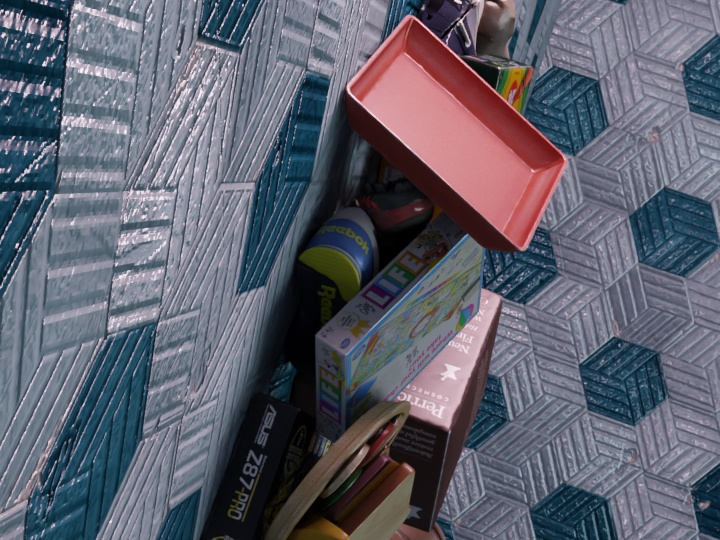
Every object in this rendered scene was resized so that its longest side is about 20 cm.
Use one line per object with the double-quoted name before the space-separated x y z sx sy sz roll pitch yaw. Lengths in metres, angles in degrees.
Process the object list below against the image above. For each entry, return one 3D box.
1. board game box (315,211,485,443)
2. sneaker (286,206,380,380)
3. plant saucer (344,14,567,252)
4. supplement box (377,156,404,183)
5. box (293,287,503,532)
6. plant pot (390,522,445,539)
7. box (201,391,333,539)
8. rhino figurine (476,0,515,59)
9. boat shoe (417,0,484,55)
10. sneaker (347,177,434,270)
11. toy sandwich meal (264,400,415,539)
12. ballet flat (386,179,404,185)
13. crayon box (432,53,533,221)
"board game box" 0.036 0.045 1.443 0.200 0.034 0.135 -43 152 -31
"sneaker" -0.018 0.027 1.469 0.201 0.073 0.083 101 8 -50
"plant saucer" 0.079 -0.113 1.440 0.037 0.199 0.200 -45 -174 31
"supplement box" 0.050 -0.070 1.757 0.201 0.068 0.067 102 9 -52
"box" 0.035 0.122 1.708 0.165 0.164 0.201 98 13 -45
"plant pot" -0.017 0.388 1.981 0.198 0.199 0.202 -43 153 -56
"box" -0.081 0.202 1.482 0.200 0.049 0.163 54 57 -75
"rhino figurine" 0.115 -0.236 1.727 0.200 0.087 0.060 91 20 -66
"boat shoe" 0.075 -0.194 1.649 0.093 0.074 0.201 -59 159 -32
"sneaker" 0.035 -0.032 1.488 0.200 0.070 0.099 134 -59 -78
"toy sandwich meal" -0.006 0.199 1.421 0.205 0.070 0.205 -48 168 -13
"ballet flat" 0.000 0.000 1.607 0.070 0.069 0.201 95 17 -61
"crayon box" 0.106 -0.106 1.619 0.127 0.050 0.202 -21 128 -68
